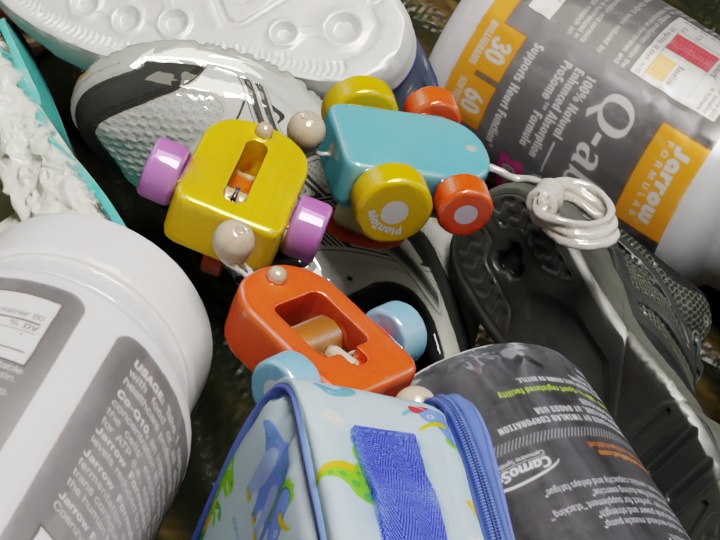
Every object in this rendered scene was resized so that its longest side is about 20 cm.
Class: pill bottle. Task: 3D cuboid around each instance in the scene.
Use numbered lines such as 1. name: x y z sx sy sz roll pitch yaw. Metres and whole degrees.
1. pill bottle: 0.075 0.128 0.772 0.106 0.107 0.200 -1 41 -30
2. pill bottle: 0.135 -0.062 1.050 0.200 0.117 0.116 34 36 16
3. pill bottle: -0.121 0.071 0.734 0.113 0.114 0.200 23 35 1

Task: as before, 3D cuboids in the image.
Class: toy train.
1. toy train: 0.000 0.000 0.817 0.150 0.056 0.200 38 38 20

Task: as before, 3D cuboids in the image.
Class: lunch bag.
1. lunch bag: -0.002 0.140 0.667 0.082 0.161 0.200 8 36 -19

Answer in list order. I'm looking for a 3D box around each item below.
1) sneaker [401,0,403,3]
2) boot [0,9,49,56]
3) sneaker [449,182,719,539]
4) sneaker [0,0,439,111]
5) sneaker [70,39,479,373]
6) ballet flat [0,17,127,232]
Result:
1. sneaker: -0.026 -0.141 1.098 0.088 0.077 0.200 -6 16 -4
2. boot: -0.143 -0.170 1.049 0.075 0.108 0.200 34 38 13
3. sneaker: 0.119 0.057 0.914 0.114 0.076 0.200 9 47 -54
4. sneaker: -0.060 -0.088 0.996 0.199 0.147 0.081 15 71 13
5. sneaker: -0.030 -0.017 0.907 0.199 0.076 0.088 29 42 -18
6. ballet flat: -0.133 -0.025 0.908 0.071 0.072 0.200 -2 39 -31
